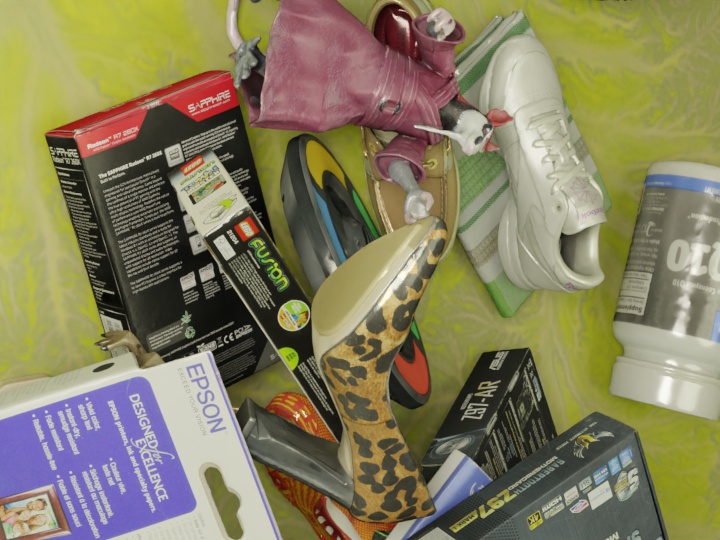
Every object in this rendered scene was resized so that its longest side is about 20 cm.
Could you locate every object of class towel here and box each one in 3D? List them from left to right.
[{"bbox_3d":[0.114,-0.083,1.196,0.149,0.031,0.201,-43,122,-23],"label":"towel"}]

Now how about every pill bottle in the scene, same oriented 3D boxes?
[{"bbox_3d":[0.276,0.018,1.277,0.113,0.113,0.202,15,87,-38],"label":"pill bottle"}]

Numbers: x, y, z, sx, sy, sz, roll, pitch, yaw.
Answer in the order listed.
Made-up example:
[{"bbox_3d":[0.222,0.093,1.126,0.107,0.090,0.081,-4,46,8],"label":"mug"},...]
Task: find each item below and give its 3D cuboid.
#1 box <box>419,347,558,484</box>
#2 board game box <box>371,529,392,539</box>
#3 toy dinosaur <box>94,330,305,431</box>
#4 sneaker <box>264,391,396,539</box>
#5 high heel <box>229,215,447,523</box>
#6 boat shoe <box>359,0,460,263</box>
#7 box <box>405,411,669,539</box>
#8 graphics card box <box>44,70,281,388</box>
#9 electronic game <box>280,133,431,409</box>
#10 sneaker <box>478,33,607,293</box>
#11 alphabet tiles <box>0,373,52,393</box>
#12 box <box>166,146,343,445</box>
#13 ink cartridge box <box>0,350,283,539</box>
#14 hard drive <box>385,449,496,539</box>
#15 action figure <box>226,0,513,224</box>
[{"bbox_3d":[0.120,0.186,1.178,0.160,0.043,0.202,-53,129,-54],"label":"box"},{"bbox_3d":[0.048,0.247,1.137,0.200,0.023,0.106,16,95,-59],"label":"board game box"},{"bbox_3d":[-0.136,0.092,0.962,0.198,0.058,0.102,-16,119,-4],"label":"toy dinosaur"},{"bbox_3d":[-0.012,0.150,1.104,0.077,0.073,0.201,-50,133,-25],"label":"sneaker"},{"bbox_3d":[0.029,0.064,0.897,0.142,0.072,0.200,28,118,-21],"label":"high heel"},{"bbox_3d":[0.029,-0.100,1.083,0.066,0.073,0.202,-26,109,-77],"label":"boat shoe"},{"bbox_3d":[0.124,0.216,1.050,0.199,0.051,0.159,-29,117,-22],"label":"box"},{"bbox_3d":[-0.120,-0.017,1.003,0.125,0.051,0.202,-27,111,-33],"label":"graphics card box"},{"bbox_3d":[0.000,0.000,1.029,0.041,0.201,0.201,-25,117,9],"label":"electronic game"},{"bbox_3d":[0.147,-0.079,1.141,0.074,0.099,0.202,-22,110,-31],"label":"sneaker"},{"bbox_3d":[-0.229,0.171,0.966,0.194,0.015,0.202,-9,102,-37],"label":"alphabet tiles"},{"bbox_3d":[-0.049,0.025,0.962,0.035,0.110,0.201,-33,120,-2],"label":"box"},{"bbox_3d":[-0.150,0.154,0.922,0.198,0.043,0.200,-16,110,5],"label":"ink cartridge box"},{"bbox_3d":[0.047,0.242,1.056,0.200,0.025,0.132,-51,122,-11],"label":"hard drive"},{"bbox_3d":[0.006,-0.116,1.008,0.199,0.149,0.135,20,95,-23],"label":"action figure"}]
